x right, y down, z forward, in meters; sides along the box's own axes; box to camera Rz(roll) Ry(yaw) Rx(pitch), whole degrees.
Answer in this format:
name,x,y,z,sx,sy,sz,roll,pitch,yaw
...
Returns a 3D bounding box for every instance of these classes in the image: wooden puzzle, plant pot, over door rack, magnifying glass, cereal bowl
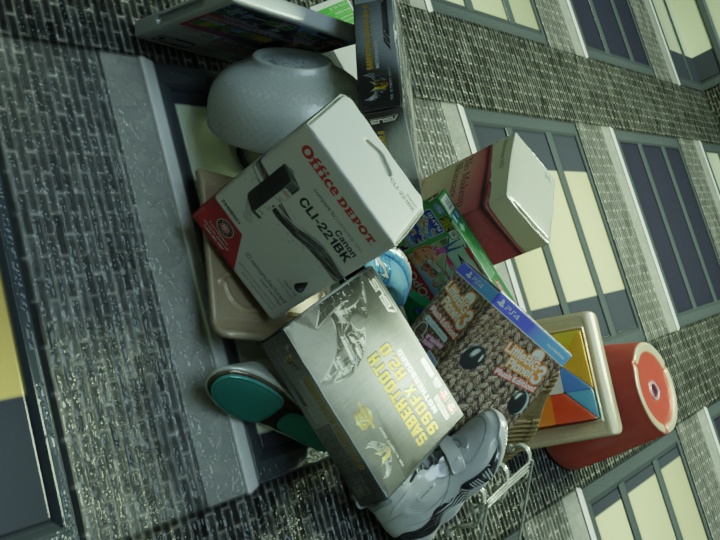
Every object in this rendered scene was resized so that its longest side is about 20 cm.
name,x,y,z,sx,sy,sz,roll,pitch,yaw
wooden puzzle,0.279,0.164,1.218,0.037,0.195,0.189,84,-3,-73
plant pot,0.397,0.208,1.314,0.198,0.175,0.205,24,56,-40
over door rack,0.172,0.345,1.069,0.146,0.066,0.205,-18,109,-51
magnifying glass,0.076,0.049,1.115,0.201,0.079,0.022,49,44,-6
cereal bowl,-0.080,-0.204,0.944,0.199,0.197,0.085,-31,137,-50
wooden puzzle,-0.112,-0.007,0.943,0.183,0.046,0.204,11,60,-46

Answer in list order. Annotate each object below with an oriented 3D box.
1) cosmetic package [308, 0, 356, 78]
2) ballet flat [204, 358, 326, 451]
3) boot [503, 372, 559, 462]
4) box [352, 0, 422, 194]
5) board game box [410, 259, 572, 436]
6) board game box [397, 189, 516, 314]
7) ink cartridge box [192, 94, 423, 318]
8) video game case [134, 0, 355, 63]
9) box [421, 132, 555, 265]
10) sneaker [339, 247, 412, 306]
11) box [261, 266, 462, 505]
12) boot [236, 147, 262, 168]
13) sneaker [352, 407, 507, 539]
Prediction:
name,x,y,z,sx,sy,sz,roll,pitch,yaw
cosmetic package,-0.021,-0.263,1.133,0.202,0.084,0.108,58,38,-10
ballet flat,-0.093,0.136,0.887,0.199,0.069,0.071,35,48,-38
boot,0.195,0.158,1.170,0.071,0.203,0.167,12,27,-33
box,0.031,-0.211,0.935,0.159,0.047,0.204,68,17,-60
board game box,0.137,0.123,1.032,0.159,0.201,0.097,36,6,-31
board game box,0.114,0.003,1.121,0.202,0.133,0.029,55,39,-13
ink cartridge box,-0.055,-0.061,0.839,0.145,0.198,0.084,52,39,-10
video game case,-0.128,-0.276,0.943,0.198,0.180,0.024,1,88,-48
box,0.166,-0.083,1.169,0.109,0.198,0.130,40,46,-28
sneaker,0.000,0.000,1.023,0.200,0.077,0.092,45,46,-47
box,0.007,0.119,0.878,0.158,0.048,0.202,-33,91,-45
boot,-0.044,-0.141,1.011,0.198,0.129,0.069,24,56,-39
sneaker,0.081,0.226,0.953,0.115,0.201,0.075,42,1,-29
